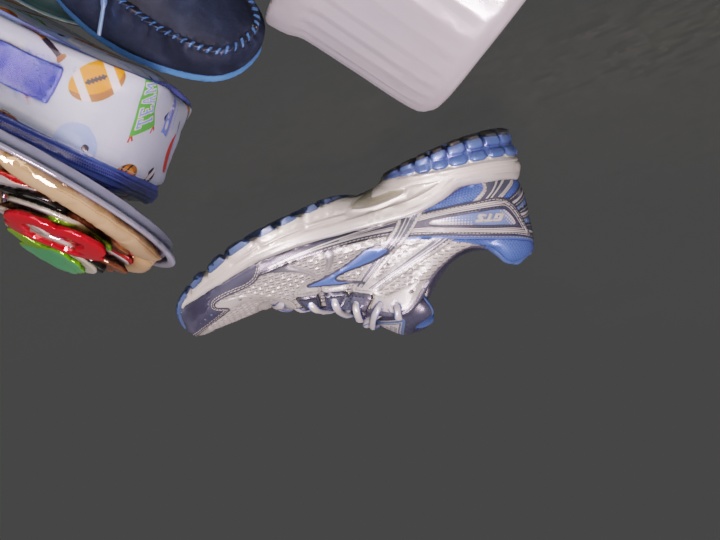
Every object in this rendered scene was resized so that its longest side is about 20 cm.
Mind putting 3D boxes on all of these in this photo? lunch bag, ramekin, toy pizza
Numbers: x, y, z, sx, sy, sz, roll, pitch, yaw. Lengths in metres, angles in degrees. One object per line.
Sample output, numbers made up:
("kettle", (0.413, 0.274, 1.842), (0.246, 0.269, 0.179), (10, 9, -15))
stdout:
("lunch bag", (-0.189, -0.103, 0.960), (0.199, 0.160, 0.076), (25, 92, 5))
("ramekin", (0.049, -0.174, 0.921), (0.098, 0.200, 0.201), (37, 93, -2))
("toy pizza", (-0.185, -0.041, 0.939), (0.199, 0.200, 0.032), (25, 81, 6))

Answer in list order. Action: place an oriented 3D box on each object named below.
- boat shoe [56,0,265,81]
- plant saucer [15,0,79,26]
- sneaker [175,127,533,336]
("boat shoe", (-0.132, -0.168, 0.922), (0.199, 0.069, 0.084), (34, 58, 6))
("plant saucer", (-0.124, -0.213, 0.994), (0.199, 0.027, 0.201), (2, 72, -5))
("sneaker", (0.000, 0.000, 0.984), (0.199, 0.077, 0.086), (-24, 92, 6))
